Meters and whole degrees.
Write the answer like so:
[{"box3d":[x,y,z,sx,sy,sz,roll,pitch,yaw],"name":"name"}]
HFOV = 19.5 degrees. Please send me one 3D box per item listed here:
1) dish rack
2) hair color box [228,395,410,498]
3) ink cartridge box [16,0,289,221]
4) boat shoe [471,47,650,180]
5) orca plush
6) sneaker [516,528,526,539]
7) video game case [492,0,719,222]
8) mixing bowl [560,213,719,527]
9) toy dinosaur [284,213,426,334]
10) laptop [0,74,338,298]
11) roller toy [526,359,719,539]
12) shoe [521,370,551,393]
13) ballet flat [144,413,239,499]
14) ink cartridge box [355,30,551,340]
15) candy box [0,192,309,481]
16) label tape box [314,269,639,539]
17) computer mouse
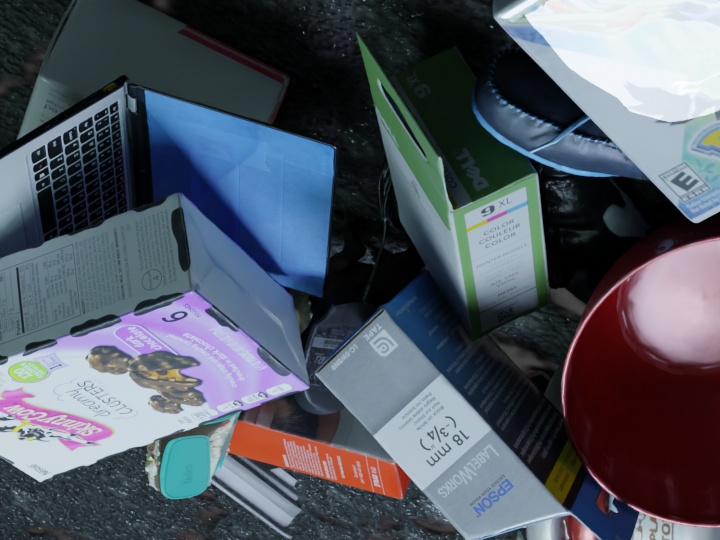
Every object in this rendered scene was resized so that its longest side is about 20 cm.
[{"box3d":[-0.132,0.124,1.697,0.200,0.044,0.172,41,180,-32],"name":"dish rack"},{"box3d":[-0.047,0.086,1.560,0.199,0.111,0.064,13,149,16],"name":"hair color box"},{"box3d":[-0.147,-0.082,1.370,0.145,0.085,0.200,26,153,-6],"name":"ink cartridge box"},{"box3d":[0.163,-0.092,1.155,0.199,0.085,0.069,9,152,-11],"name":"boat shoe"},{"box3d":[0.139,-0.021,1.284,0.105,0.071,0.200,15,151,13],"name":"orca plush"},{"box3d":[0.183,0.240,1.701,0.104,0.076,0.200,-2,167,-4],"name":"sneaker"},{"box3d":[0.198,-0.123,1.047,0.200,0.022,0.182,-29,126,30],"name":"video game case"},{"box3d":[0.213,0.041,1.261,0.199,0.109,0.201,-1,120,-1],"name":"mixing bowl"},{"box3d":[0.012,0.018,1.409,0.199,0.103,0.077,5,148,31],"name":"toy dinosaur"},{"box3d":[-0.130,-0.016,1.269,0.116,0.200,0.188,49,159,21],"name":"laptop"},{"box3d":[0.200,0.147,1.405,0.139,0.201,0.183,4,144,24],"name":"roller toy"},{"box3d":[0.127,0.133,1.558,0.091,0.072,0.200,-28,150,21],"name":"shoe"},{"box3d":[-0.116,0.087,1.459,0.075,0.064,0.200,1,145,-22],"name":"ballet flat"},{"box3d":[0.058,-0.057,1.214,0.059,0.104,0.200,-26,148,-6],"name":"ink cartridge box"},{"box3d":[-0.157,0.046,1.287,0.199,0.072,0.168,-20,151,16],"name":"candy box"},{"box3d":[0.075,0.101,1.261,0.063,0.144,0.200,-44,87,16],"name":"label tape box"},{"box3d":[0.000,0.000,1.341,0.058,0.201,0.034,11,-163,-34],"name":"computer mouse"}]
